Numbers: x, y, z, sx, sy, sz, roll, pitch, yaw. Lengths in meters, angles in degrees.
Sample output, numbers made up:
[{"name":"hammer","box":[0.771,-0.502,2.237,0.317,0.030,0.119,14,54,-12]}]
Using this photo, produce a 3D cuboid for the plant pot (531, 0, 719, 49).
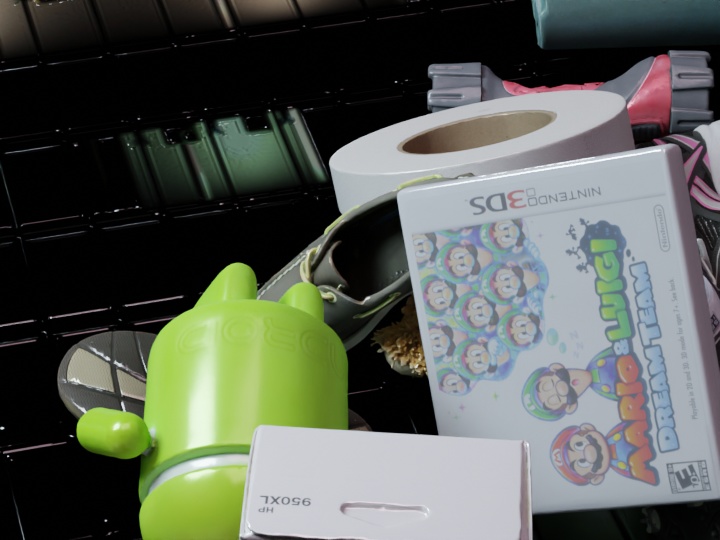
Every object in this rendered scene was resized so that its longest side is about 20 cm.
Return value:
[{"name":"plant pot","box":[0.219,-0.246,1.856,0.196,0.200,0.200,-6,40,3]}]

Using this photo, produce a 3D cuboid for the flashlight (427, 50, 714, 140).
[{"name":"flashlight","box":[0.147,-0.123,1.792,0.200,0.068,0.068,2,10,2]}]

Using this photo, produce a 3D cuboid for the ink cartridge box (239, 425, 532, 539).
[{"name":"ink cartridge box","box":[0.012,0.181,1.312,0.145,0.200,0.084,3,40,1]}]

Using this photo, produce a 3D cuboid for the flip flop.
[{"name":"flip flop","box":[-0.088,0.096,1.530,0.200,0.058,0.081,16,49,-7]}]

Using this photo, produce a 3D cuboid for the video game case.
[{"name":"video game case","box":[0.116,0.039,1.453,0.182,0.200,0.024,-8,3,34]}]

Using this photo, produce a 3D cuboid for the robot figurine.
[{"name":"robot figurine","box":[-0.064,0.098,1.422,0.175,0.116,0.200,17,52,-22]}]

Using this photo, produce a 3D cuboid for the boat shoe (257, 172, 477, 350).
[{"name":"boat shoe","box":[-0.001,-0.003,1.564,0.202,0.060,0.072,-28,64,26]}]

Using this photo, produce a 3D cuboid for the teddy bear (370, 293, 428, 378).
[{"name":"teddy bear","box":[0.084,0.009,1.627,0.145,0.067,0.200,29,47,26]}]

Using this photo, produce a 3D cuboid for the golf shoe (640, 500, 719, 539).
[{"name":"golf shoe","box":[0.199,0.114,1.500,0.088,0.077,0.200,-11,41,-25]}]

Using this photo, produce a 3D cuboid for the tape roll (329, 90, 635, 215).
[{"name":"tape roll","box":[0.080,-0.076,1.666,0.203,0.037,0.203,-12,13,3]}]

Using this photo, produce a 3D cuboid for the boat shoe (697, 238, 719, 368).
[{"name":"boat shoe","box":[0.187,0.008,1.576,0.074,0.068,0.199,-39,31,2]}]

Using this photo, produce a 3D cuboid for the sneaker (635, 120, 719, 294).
[{"name":"sneaker","box":[0.217,-0.026,1.679,0.086,0.080,0.200,-7,30,3]}]
